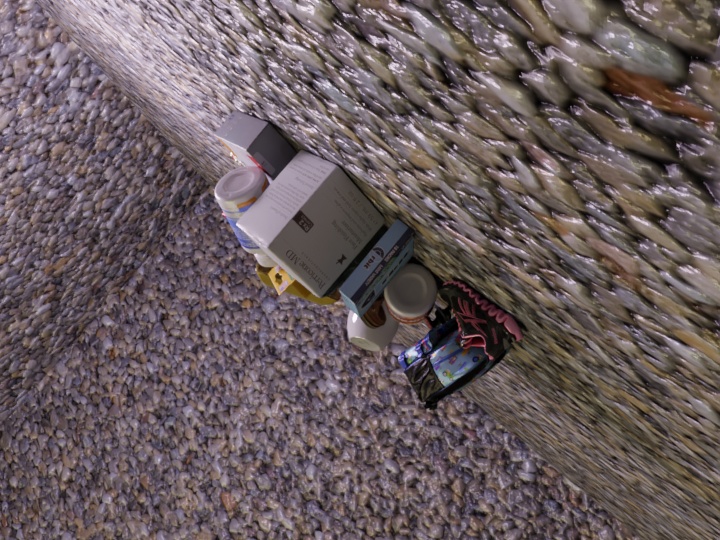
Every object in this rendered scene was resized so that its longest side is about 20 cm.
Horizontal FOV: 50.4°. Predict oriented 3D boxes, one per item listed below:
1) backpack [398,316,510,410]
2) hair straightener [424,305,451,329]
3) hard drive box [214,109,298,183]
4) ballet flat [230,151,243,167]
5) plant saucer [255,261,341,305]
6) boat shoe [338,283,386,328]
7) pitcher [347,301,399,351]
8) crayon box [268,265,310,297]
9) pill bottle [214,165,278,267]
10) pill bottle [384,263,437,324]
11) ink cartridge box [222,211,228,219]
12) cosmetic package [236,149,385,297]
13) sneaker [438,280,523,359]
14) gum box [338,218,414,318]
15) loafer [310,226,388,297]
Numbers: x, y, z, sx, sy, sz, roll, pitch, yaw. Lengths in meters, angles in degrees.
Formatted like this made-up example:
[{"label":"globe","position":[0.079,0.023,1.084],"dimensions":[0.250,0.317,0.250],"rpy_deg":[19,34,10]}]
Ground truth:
[{"label":"backpack","position":[0.199,0.166,1.545],"dimensions":[0.135,0.182,0.200],"rpy_deg":[57,134,11]},{"label":"hair straightener","position":[0.185,0.105,1.678],"dimensions":[0.041,0.077,0.200],"rpy_deg":[56,-177,15]},{"label":"hard drive box","position":[-0.205,-0.249,1.624],"dimensions":[0.156,0.077,0.200],"rpy_deg":[45,172,-33]},{"label":"ballet flat","position":[-0.215,-0.245,1.784],"dimensions":[0.199,0.076,0.064],"rpy_deg":[32,164,0]},{"label":"plant saucer","position":[-0.136,0.003,1.762],"dimensions":[0.198,0.049,0.201],"rpy_deg":[21,-150,-6]},{"label":"boat shoe","position":[0.021,0.063,1.646],"dimensions":[0.200,0.067,0.073],"rpy_deg":[47,-157,-53]},{"label":"pitcher","position":[0.060,0.095,1.824],"dimensions":[0.171,0.202,0.120],"rpy_deg":[35,155,-33]},{"label":"crayon box","position":[-0.099,-0.028,1.614],"dimensions":[0.052,0.200,0.126],"rpy_deg":[43,-177,-28]},{"label":"pill bottle","position":[-0.214,-0.106,1.590],"dimensions":[0.112,0.112,0.201],"rpy_deg":[34,155,45]},{"label":"pill bottle","position":[0.108,0.058,1.662],"dimensions":[0.112,0.112,0.200],"rpy_deg":[40,174,10]},{"label":"ink cartridge box","position":[-0.239,-0.146,1.764],"dimensions":[0.199,0.117,0.067],"rpy_deg":[24,168,46]},{"label":"cosmetic package","position":[-0.096,-0.092,1.470],"dimensions":[0.165,0.201,0.165],"rpy_deg":[44,173,-35]},{"label":"sneaker","position":[0.204,0.094,1.416],"dimensions":[0.200,0.096,0.079],"rpy_deg":[37,175,43]},{"label":"gum box","position":[0.033,0.001,1.463],"dimensions":[0.044,0.170,0.200],"rpy_deg":[39,174,8]},{"label":"loafer","position":[-0.025,-0.022,1.545],"dimensions":[0.072,0.199,0.063],"rpy_deg":[52,175,-3]}]
